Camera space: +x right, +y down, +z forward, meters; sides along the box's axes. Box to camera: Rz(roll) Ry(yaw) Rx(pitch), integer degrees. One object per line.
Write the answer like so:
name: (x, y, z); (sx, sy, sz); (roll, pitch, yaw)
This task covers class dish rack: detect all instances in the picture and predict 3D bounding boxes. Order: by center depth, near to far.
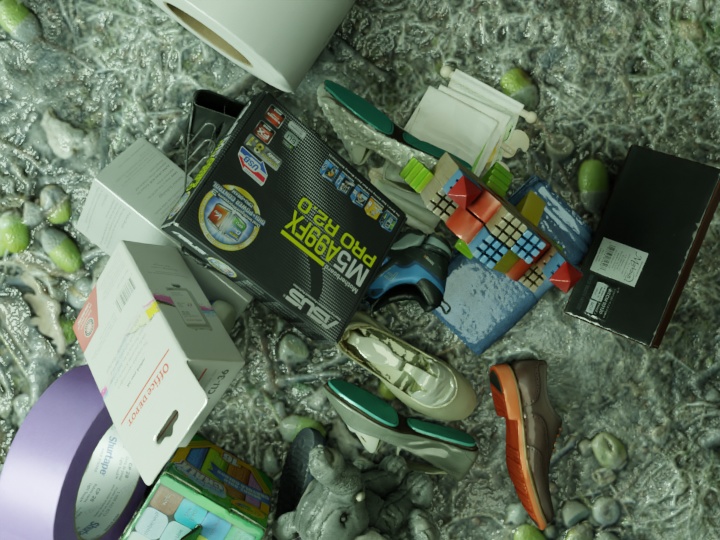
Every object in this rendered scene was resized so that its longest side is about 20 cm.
dish rack: (-0.113, -0.080, 0.789); (0.153, 0.055, 0.201); (15, 52, -27)

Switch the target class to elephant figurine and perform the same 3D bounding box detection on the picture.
elephant figurine: (-0.022, 0.258, 0.787); (0.141, 0.200, 0.156); (-16, 74, 35)

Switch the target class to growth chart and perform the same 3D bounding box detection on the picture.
growth chart: (0.102, -0.132, 0.882); (0.145, 0.018, 0.200); (35, 92, -6)

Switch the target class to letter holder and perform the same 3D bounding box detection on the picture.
letter holder: (0.330, -0.021, 0.875); (0.100, 0.142, 0.201); (23, 94, 27)

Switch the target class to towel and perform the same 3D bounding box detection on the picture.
towel: (0.169, -0.005, 0.882); (0.200, 0.049, 0.112); (-44, 96, 0)

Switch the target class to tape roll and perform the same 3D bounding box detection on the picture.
tape roll: (-0.114, -0.293, 0.763); (0.202, 0.203, 0.139); (34, 91, -6)
tape roll: (-0.283, 0.202, 0.788); (0.065, 0.200, 0.201); (14, 94, 12)

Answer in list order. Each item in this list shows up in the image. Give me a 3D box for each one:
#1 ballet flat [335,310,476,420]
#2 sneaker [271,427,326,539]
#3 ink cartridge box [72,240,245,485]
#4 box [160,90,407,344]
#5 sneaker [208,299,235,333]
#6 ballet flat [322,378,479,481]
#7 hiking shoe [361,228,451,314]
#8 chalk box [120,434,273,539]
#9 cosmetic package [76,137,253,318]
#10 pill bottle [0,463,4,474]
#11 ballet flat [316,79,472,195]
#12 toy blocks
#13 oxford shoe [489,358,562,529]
ballet flat: (0.052, 0.114, 0.874); (0.200, 0.069, 0.070); (31, 92, -6)
sneaker: (-0.052, 0.282, 0.891); (0.082, 0.070, 0.201); (8, 94, -26)
ink cartridge box: (-0.182, 0.081, 0.697); (0.117, 0.067, 0.200); (-53, 53, 22)
box: (-0.066, -0.047, 0.743); (0.200, 0.044, 0.161); (40, 67, -23)
sneaker: (-0.202, 0.071, 0.801); (0.111, 0.200, 0.077); (29, 59, -4)
ballet flat: (0.039, 0.192, 0.882); (0.199, 0.067, 0.064); (23, 101, -5)
hiking shoe: (0.000, 0.000, 0.837); (0.199, 0.074, 0.087); (1, 66, 8)
chalk box: (-0.176, 0.276, 0.805); (0.124, 0.200, 0.125); (32, 92, -6)
cosmetic package: (-0.193, -0.030, 0.815); (0.200, 0.113, 0.081); (40, 52, -8)
pill bottle: (-0.378, 0.322, 0.840); (0.113, 0.113, 0.200); (-29, 96, -1)
ballet flat: (0.029, -0.131, 0.837); (0.200, 0.072, 0.072); (30, 92, -5)
toy blocks: (0.137, -0.041, 0.769); (0.200, 0.137, 0.100); (36, 105, -15)
oxford shoe: (0.208, 0.202, 0.892); (0.072, 0.071, 0.201); (-12, 95, -8)
